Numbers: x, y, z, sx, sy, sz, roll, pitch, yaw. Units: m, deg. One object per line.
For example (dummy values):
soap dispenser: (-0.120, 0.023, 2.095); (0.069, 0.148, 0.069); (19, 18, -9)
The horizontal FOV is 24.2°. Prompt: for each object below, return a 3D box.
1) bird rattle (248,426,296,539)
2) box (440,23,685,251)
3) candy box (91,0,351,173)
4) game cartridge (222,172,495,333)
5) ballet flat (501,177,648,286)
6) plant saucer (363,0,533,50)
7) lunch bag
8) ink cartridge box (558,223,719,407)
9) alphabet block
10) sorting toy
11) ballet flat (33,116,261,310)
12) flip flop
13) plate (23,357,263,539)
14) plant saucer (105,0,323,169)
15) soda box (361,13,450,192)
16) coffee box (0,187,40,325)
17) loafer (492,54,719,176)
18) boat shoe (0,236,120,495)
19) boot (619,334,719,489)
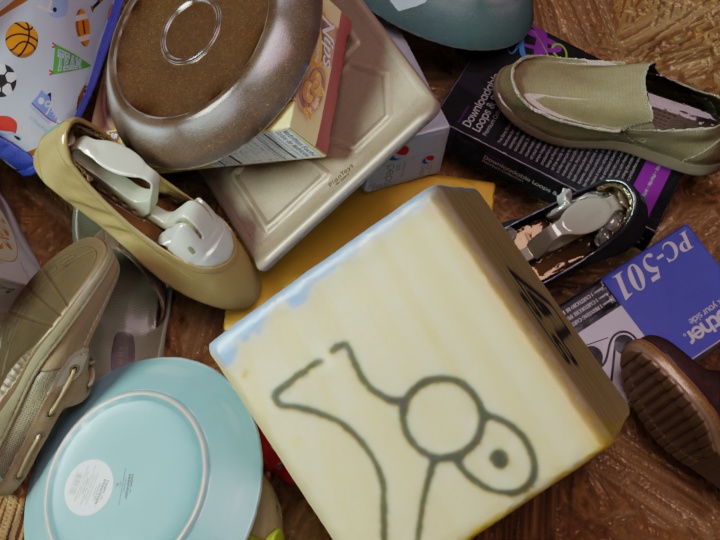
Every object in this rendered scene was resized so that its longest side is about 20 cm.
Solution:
bird rattle: (-0.104, 0.175, 1.189); (0.163, 0.113, 0.200); (-14, 65, 5)
box: (0.170, -0.117, 1.368); (0.200, 0.036, 0.143); (29, 55, 5)
candy box: (-0.110, -0.140, 1.283); (0.200, 0.055, 0.116); (-4, 67, 34)
game cartridge: (0.000, 0.000, 1.313); (0.200, 0.032, 0.177); (8, 66, -1)
ballet flat: (0.127, -0.016, 1.264); (0.200, 0.073, 0.073); (-26, 72, -7)
plant saucer: (0.060, -0.260, 1.380); (0.200, 0.036, 0.200); (16, 41, -15)
lunch bag: (-0.282, -0.193, 1.270); (0.124, 0.170, 0.200); (-14, 53, 33)
ink cartridge box: (0.200, 0.055, 1.303); (0.200, 0.044, 0.094); (-31, 75, -18)
alphabet block: (0.047, 0.075, 1.146); (0.195, 0.196, 0.200); (-35, 85, 13)
sorting toy: (-0.046, -0.121, 1.291); (0.185, 0.036, 0.200); (-42, 53, 13)
ballet flat: (-0.151, -0.041, 1.237); (0.200, 0.063, 0.069); (34, 52, -9)
flip flop: (-0.181, 0.012, 1.268); (0.081, 0.058, 0.200); (1, 68, -4)
plate: (-0.160, 0.152, 1.172); (0.200, 0.026, 0.200); (-11, 64, 24)
plant saucer: (-0.118, -0.172, 1.247); (0.200, 0.032, 0.200); (-15, 61, 28)
soda box: (0.000, -0.164, 1.348); (0.068, 0.064, 0.200); (-15, 61, -16)
coffee box: (-0.325, -0.053, 1.241); (0.080, 0.114, 0.200); (-33, 71, 11)
loafer: (0.205, -0.135, 1.325); (0.200, 0.067, 0.076); (12, 55, -6)
boat shoe: (-0.227, 0.069, 1.208); (0.200, 0.064, 0.071); (-56, 37, 3)
boot: (0.302, 0.085, 1.278); (0.200, 0.072, 0.166); (46, 61, -7)
